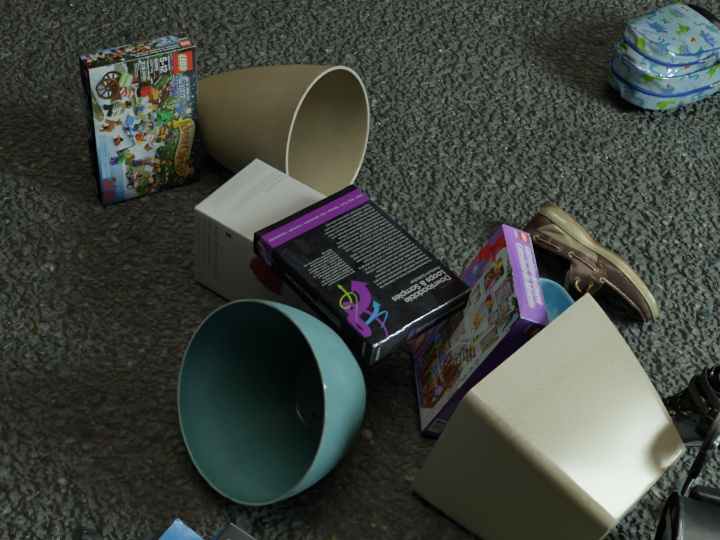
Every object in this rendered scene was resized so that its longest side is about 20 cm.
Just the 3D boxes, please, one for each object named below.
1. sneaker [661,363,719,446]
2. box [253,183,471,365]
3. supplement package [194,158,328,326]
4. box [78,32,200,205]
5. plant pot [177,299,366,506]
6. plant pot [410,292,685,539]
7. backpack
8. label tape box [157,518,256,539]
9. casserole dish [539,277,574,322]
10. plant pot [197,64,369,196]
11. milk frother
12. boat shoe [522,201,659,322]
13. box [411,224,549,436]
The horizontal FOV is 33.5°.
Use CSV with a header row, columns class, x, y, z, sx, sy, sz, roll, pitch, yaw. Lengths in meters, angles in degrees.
class,x,y,z,sx,sy,sz,roll,pitch,yaw
sneaker,0.344,0.149,1.302,0.198,0.100,0.071,-4,47,-10
box,0.000,0.000,1.281,0.142,0.036,0.200,-28,54,-31
supplement package,-0.082,-0.016,1.396,0.199,0.122,0.120,28,48,21
box,-0.270,-0.186,1.485,0.136,0.201,0.038,-18,45,-23
plant pot,-0.071,0.129,1.225,0.200,0.201,0.134,42,24,30
plant pot,0.200,0.182,1.197,0.177,0.200,0.199,44,54,17
backpack,0.456,-0.314,1.768,0.199,0.154,0.164,-28,60,-15
label tape box,-0.137,0.313,1.099,0.199,0.066,0.143,30,49,19
casserole dish,0.189,0.057,1.378,0.120,0.039,0.200,-1,22,-8
plant pot,-0.120,-0.186,1.542,0.199,0.189,0.187,17,43,29
milk frother,0.390,0.243,1.142,0.186,0.201,0.181,14,44,6
boat shoe,0.278,0.003,1.474,0.072,0.072,0.200,-44,71,-4
box,0.124,0.067,1.286,0.039,0.200,0.138,18,41,-22
